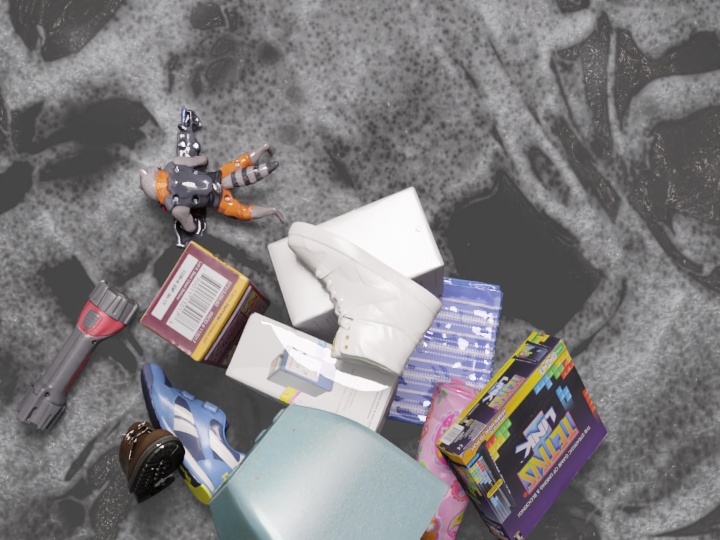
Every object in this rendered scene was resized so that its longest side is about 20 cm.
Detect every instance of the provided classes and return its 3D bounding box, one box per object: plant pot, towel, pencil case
[{"bbox_3d":[-0.058,0.273,0.856,0.199,0.197,0.196,41,55,1],"label":"plant pot"},{"bbox_3d":[0.114,0.111,1.035,0.141,0.024,0.206,9,81,2],"label":"towel"},{"bbox_3d":[0.109,0.242,0.973,0.085,0.087,0.205,15,89,2],"label":"pencil case"}]

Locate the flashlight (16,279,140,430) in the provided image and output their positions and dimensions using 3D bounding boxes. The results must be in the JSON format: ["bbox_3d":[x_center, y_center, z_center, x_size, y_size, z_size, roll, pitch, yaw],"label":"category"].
[{"bbox_3d":[-0.375,0.114,1.016,0.067,0.068,0.203,34,86,-29],"label":"flashlight"}]

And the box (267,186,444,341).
[{"bbox_3d":[0.000,0.000,0.977,0.195,0.153,0.109,-21,75,0],"label":"box"}]

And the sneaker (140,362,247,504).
[{"bbox_3d":[-0.222,0.201,0.997,0.081,0.074,0.202,-28,73,-27],"label":"sneaker"}]

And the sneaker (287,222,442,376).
[{"bbox_3d":[-0.019,0.037,0.855,0.197,0.074,0.117,30,79,10],"label":"sneaker"}]

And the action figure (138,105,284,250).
[{"bbox_3d":[-0.209,-0.140,1.037,0.188,0.105,0.206,-7,83,-11],"label":"action figure"}]

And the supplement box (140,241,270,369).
[{"bbox_3d":[-0.186,0.051,0.954,0.085,0.200,0.112,32,82,6],"label":"supplement box"}]

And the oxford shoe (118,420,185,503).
[{"bbox_3d":[-0.266,0.224,0.932,0.072,0.200,0.086,-24,75,-32],"label":"oxford shoe"}]

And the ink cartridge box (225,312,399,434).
[{"bbox_3d":[-0.056,0.140,0.959,0.196,0.146,0.089,24,77,8],"label":"ink cartridge box"}]

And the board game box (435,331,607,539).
[{"bbox_3d":[0.205,0.208,0.944,0.200,0.056,0.167,-43,115,-20],"label":"board game box"}]
